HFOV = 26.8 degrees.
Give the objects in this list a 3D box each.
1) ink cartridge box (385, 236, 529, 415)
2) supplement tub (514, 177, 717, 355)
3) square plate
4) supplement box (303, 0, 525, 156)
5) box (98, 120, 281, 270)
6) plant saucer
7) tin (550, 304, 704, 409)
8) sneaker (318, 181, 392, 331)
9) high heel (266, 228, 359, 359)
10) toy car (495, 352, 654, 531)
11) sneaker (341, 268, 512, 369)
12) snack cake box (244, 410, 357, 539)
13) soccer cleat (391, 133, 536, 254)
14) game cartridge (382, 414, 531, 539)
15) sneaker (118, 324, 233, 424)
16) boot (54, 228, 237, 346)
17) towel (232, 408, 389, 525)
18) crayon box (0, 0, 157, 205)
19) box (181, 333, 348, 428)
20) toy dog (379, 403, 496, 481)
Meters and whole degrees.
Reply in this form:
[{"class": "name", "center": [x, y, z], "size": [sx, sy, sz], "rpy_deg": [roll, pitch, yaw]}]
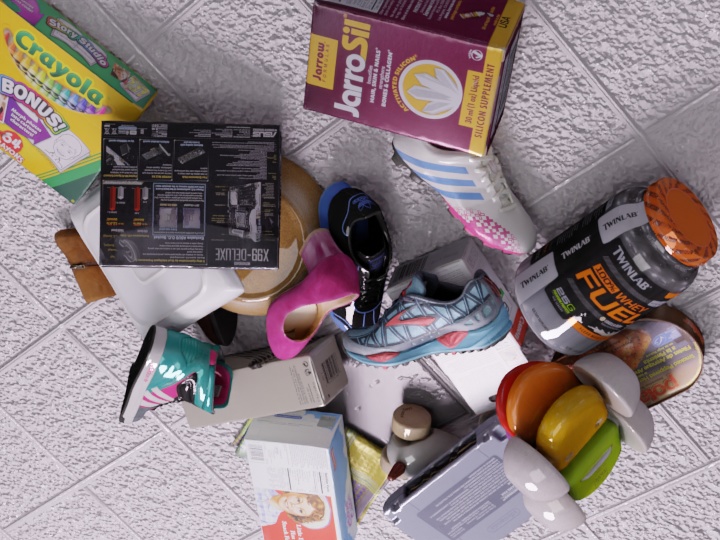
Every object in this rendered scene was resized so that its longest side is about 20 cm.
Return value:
[{"class": "ink cartridge box", "center": [0.129, 0.066, 1.740], "size": [0.108, 0.051, 0.201], "rpy_deg": [-22, 116, 31]}, {"class": "supplement tub", "center": [0.269, -0.006, 1.588], "size": [0.122, 0.123, 0.200], "rpy_deg": [42, 128, -13]}, {"class": "square plate", "center": [-0.244, -0.022, 1.740], "size": [0.199, 0.028, 0.199], "rpy_deg": [-31, 91, 43]}, {"class": "supplement box", "center": [0.053, -0.216, 1.524], "size": [0.198, 0.104, 0.132], "rpy_deg": [15, 130, 10]}, {"class": "box", "center": [-0.185, -0.081, 1.652], "size": [0.197, 0.050, 0.160], "rpy_deg": [0, 88, -5]}, {"class": "plant saucer", "center": [-0.127, -0.037, 1.725], "size": [0.198, 0.035, 0.203], "rpy_deg": [2, 109, 6]}, {"class": "tin", "center": [0.300, 0.109, 1.717], "size": [0.199, 0.042, 0.112], "rpy_deg": [-31, 106, 35]}, {"class": "sneaker", "center": [0.000, 0.000, 1.708], "size": [0.078, 0.070, 0.202], "rpy_deg": [34, 143, 47]}, {"class": "high heel", "center": [-0.050, 0.054, 1.698], "size": [0.067, 0.096, 0.201], "rpy_deg": [-3, 137, -33]}, {"class": "toy car", "center": [0.219, 0.173, 1.670], "size": [0.150, 0.175, 0.200], "rpy_deg": [36, 168, 36]}, {"class": "sneaker", "center": [0.067, 0.045, 1.678], "size": [0.198, 0.079, 0.096], "rpy_deg": [-13, 107, 20]}, {"class": "snack cake box", "center": [-0.073, 0.274, 1.926], "size": [0.114, 0.067, 0.202], "rpy_deg": [4, 126, 15]}, {"class": "soccer cleat", "center": [0.123, -0.097, 1.608], "size": [0.199, 0.070, 0.086], "rpy_deg": [38, 129, -10]}, {"class": "game cartridge", "center": [0.140, 0.265, 1.802], "size": [0.133, 0.041, 0.200], "rpy_deg": [39, 118, -20]}, {"class": "sneaker", "center": [-0.216, 0.137, 1.809], "size": [0.120, 0.084, 0.200], "rpy_deg": [16, 148, -13]}, {"class": "boot", "center": [-0.261, 0.021, 1.837], "size": [0.198, 0.069, 0.189], "rpy_deg": [-12, 120, 28]}, {"class": "towel", "center": [-0.057, 0.242, 1.954], "size": [0.199, 0.023, 0.144], "rpy_deg": [32, 130, -5]}, {"class": "crayon box", "center": [-0.356, -0.199, 1.714], "size": [0.199, 0.058, 0.173], "rpy_deg": [37, 129, -9]}, {"class": "box", "center": [-0.121, 0.136, 1.853], "size": [0.198, 0.082, 0.069], "rpy_deg": [-12, 102, 25]}, {"class": "toy dog", "center": [0.108, 0.239, 1.843], "size": [0.198, 0.097, 0.133], "rpy_deg": [-2, 125, 21]}]
